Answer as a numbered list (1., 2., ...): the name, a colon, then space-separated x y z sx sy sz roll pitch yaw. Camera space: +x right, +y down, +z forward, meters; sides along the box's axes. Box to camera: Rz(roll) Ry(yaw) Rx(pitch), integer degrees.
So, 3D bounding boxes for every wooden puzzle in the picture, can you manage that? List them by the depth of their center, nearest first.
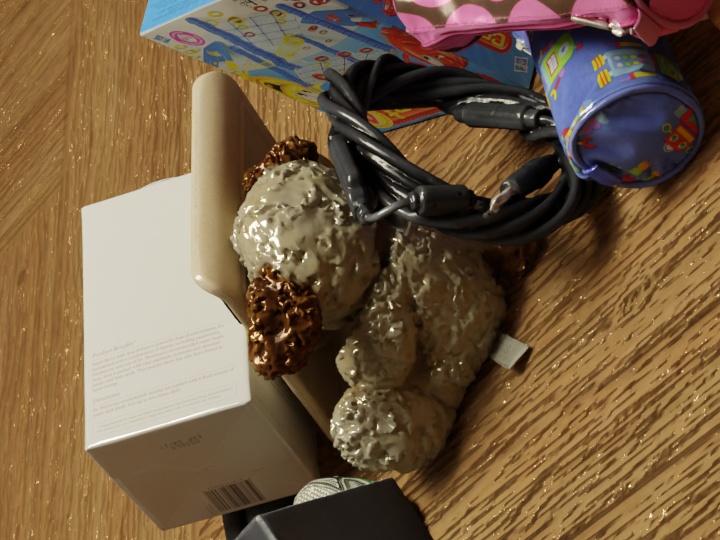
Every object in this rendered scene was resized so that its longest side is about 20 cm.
1. wooden puzzle: -0.057 -0.004 1.613 0.037 0.200 0.185 -20 47 19

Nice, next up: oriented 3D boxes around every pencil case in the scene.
1. pencil case: 0.105 -0.166 1.403 0.200 0.091 0.094 0 72 51
2. pencil case: 0.137 -0.126 1.471 0.087 0.078 0.200 -53 31 24

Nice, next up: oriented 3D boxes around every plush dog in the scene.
1. plush dog: 0.000 0.000 1.526 0.160 0.172 0.200 -46 34 36

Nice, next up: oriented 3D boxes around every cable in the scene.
1. cable: 0.058 -0.083 1.506 0.200 0.163 0.051 -110 18 -57

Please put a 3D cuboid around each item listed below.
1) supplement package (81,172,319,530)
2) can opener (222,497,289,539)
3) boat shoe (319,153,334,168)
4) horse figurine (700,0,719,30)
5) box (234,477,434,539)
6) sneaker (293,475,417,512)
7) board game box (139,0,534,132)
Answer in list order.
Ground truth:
1. supplement package: -0.107 0.049 1.662 0.121 0.120 0.200 -16 52 16
2. can opener: -0.089 0.145 1.700 0.053 0.067 0.200 -53 30 28
3. boat shoe: -0.092 -0.010 1.813 0.200 0.072 0.068 -44 35 40
4. horse figurine: 0.231 -0.184 1.370 0.200 0.050 0.133 -62 31 8
5. box: -0.019 0.254 1.348 0.200 0.117 0.197 -48 67 35
6. sneaker: -0.005 0.183 1.500 0.078 0.085 0.200 -60 27 16
7. board game box: -0.014 -0.163 1.647 0.200 0.196 0.056 -12 61 59
